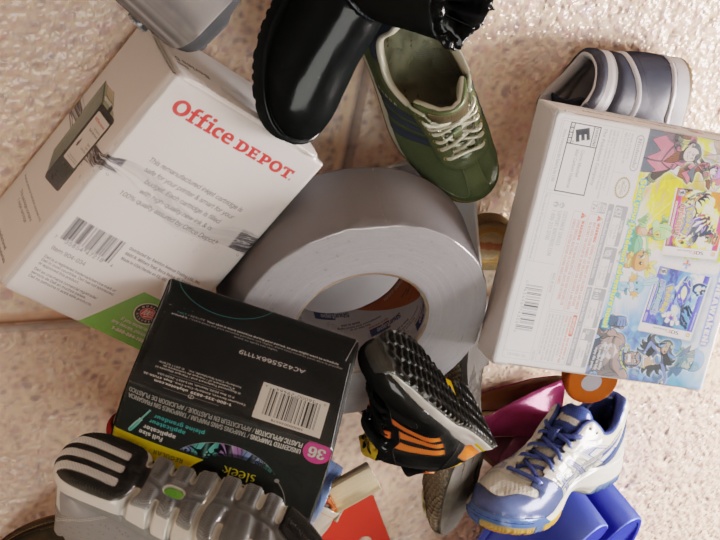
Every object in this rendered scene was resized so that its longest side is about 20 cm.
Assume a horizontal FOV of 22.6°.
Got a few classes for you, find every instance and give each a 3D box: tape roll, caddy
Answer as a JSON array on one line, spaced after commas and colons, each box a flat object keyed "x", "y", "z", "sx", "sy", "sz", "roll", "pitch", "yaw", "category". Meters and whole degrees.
[{"x": -0.006, "y": 0.018, "z": 1.363, "sx": 0.199, "sy": 0.066, "sz": 0.201, "roll": -9, "pitch": 136, "yaw": -9, "category": "tape roll"}, {"x": 0.161, "y": 0.253, "z": 1.656, "sx": 0.141, "sy": 0.105, "sz": 0.200, "roll": 1, "pitch": 128, "yaw": -54, "category": "caddy"}]

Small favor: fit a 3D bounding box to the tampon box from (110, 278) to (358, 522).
[{"x": -0.103, "y": 0.139, "z": 1.290, "sx": 0.149, "sy": 0.126, "sz": 0.201, "roll": 17, "pitch": 124, "yaw": -1, "category": "tampon box"}]

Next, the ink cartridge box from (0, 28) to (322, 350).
[{"x": -0.149, "y": -0.056, "z": 1.289, "sx": 0.145, "sy": 0.084, "sz": 0.200, "roll": 30, "pitch": 110, "yaw": -38, "category": "ink cartridge box"}]

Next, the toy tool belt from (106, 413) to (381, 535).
[{"x": -0.091, "y": 0.145, "z": 1.443, "sx": 0.200, "sy": 0.125, "sz": 0.123, "roll": 39, "pitch": 116, "yaw": -15, "category": "toy tool belt"}]

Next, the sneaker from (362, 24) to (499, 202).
[{"x": 0.052, "y": -0.120, "z": 1.304, "sx": 0.067, "sy": 0.090, "sz": 0.201, "roll": -31, "pitch": 119, "yaw": -3, "category": "sneaker"}]

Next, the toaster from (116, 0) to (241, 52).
[{"x": -0.107, "y": -0.248, "z": 1.145, "sx": 0.129, "sy": 0.114, "sz": 0.200, "roll": 32, "pitch": 109, "yaw": -36, "category": "toaster"}]

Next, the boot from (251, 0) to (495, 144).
[{"x": 0.016, "y": -0.171, "z": 1.187, "sx": 0.073, "sy": 0.162, "sz": 0.199, "roll": 17, "pitch": 90, "yaw": -41, "category": "boot"}]

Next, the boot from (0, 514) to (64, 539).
[{"x": -0.226, "y": 0.250, "z": 1.429, "sx": 0.199, "sy": 0.097, "sz": 0.075, "roll": -10, "pitch": 126, "yaw": 27, "category": "boot"}]

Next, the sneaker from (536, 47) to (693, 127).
[{"x": 0.187, "y": -0.077, "z": 1.410, "sx": 0.108, "sy": 0.070, "sz": 0.201, "roll": 9, "pitch": 96, "yaw": -30, "category": "sneaker"}]

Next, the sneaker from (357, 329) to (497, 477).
[{"x": 0.031, "y": 0.113, "z": 1.359, "sx": 0.090, "sy": 0.070, "sz": 0.200, "roll": -32, "pitch": 150, "yaw": 11, "category": "sneaker"}]

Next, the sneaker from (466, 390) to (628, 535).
[{"x": 0.158, "y": 0.154, "z": 1.523, "sx": 0.200, "sy": 0.075, "sz": 0.088, "roll": -24, "pitch": 131, "yaw": -50, "category": "sneaker"}]

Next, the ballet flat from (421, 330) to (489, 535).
[{"x": 0.072, "y": 0.126, "z": 1.484, "sx": 0.067, "sy": 0.046, "sz": 0.201, "roll": -36, "pitch": 136, "yaw": -53, "category": "ballet flat"}]

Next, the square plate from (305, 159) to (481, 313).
[{"x": 0.000, "y": 0.000, "z": 1.430, "sx": 0.197, "sy": 0.028, "sz": 0.201, "roll": -15, "pitch": 128, "yaw": -9, "category": "square plate"}]

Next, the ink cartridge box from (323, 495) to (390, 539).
[{"x": -0.055, "y": 0.307, "z": 1.633, "sx": 0.199, "sy": 0.057, "sz": 0.163, "roll": -21, "pitch": 131, "yaw": -2, "category": "ink cartridge box"}]

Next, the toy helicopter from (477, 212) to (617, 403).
[{"x": 0.167, "y": 0.010, "z": 1.494, "sx": 0.200, "sy": 0.079, "sz": 0.132, "roll": 34, "pitch": 113, "yaw": -26, "category": "toy helicopter"}]

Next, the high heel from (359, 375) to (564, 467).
[{"x": 0.086, "y": 0.109, "z": 1.548, "sx": 0.199, "sy": 0.067, "sz": 0.096, "roll": 19, "pitch": 99, "yaw": -37, "category": "high heel"}]

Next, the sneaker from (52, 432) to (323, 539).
[{"x": -0.118, "y": 0.192, "z": 1.215, "sx": 0.199, "sy": 0.075, "sz": 0.116, "roll": 25, "pitch": 130, "yaw": 8, "category": "sneaker"}]

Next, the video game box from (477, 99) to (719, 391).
[{"x": 0.199, "y": -0.017, "z": 1.371, "sx": 0.181, "sy": 0.047, "sz": 0.201, "roll": 10, "pitch": 104, "yaw": -17, "category": "video game box"}]
